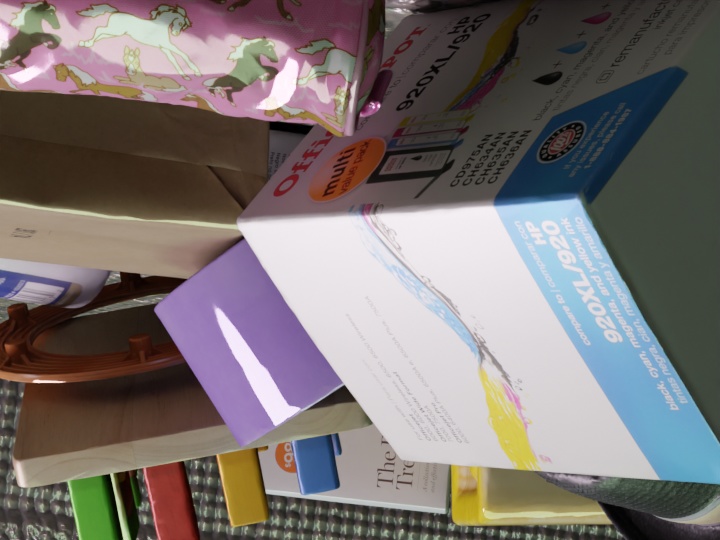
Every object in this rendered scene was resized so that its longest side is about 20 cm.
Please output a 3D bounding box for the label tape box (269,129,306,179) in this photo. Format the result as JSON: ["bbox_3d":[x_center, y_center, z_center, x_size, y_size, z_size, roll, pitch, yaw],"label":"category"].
[{"bbox_3d":[-0.013,-0.038,1.305,0.198,0.064,0.144,7,173,-3],"label":"label tape box"}]

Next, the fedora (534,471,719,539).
[{"bbox_3d":[0.123,0.049,1.048,0.091,0.203,0.200,4,174,-28],"label":"fedora"}]

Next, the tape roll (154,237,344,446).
[{"bbox_3d":[0.000,0.000,1.097,0.199,0.085,0.200,-34,179,-1],"label":"tape roll"}]

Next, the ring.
[{"bbox_3d":[-0.133,0.025,1.295,0.198,0.019,0.201,-10,-166,3],"label":"ring"}]

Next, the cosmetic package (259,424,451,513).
[{"bbox_3d":[-0.005,0.054,1.455,0.149,0.202,0.052,5,171,5],"label":"cosmetic package"}]

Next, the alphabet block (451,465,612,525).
[{"bbox_3d":[0.159,0.059,1.317,0.198,0.197,0.196,1,171,-2],"label":"alphabet block"}]

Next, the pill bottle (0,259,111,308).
[{"bbox_3d":[-0.243,-0.047,1.248,0.198,0.112,0.111,11,171,-29],"label":"pill bottle"}]

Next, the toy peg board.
[{"bbox_3d":[-0.091,0.095,1.275,0.197,0.099,0.200,-10,-159,-1],"label":"toy peg board"}]

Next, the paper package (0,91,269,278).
[{"bbox_3d":[-0.146,-0.064,1.079,0.189,0.105,0.200,8,171,-9],"label":"paper package"}]

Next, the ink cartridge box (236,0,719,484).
[{"bbox_3d":[0.083,-0.017,0.887,0.199,0.147,0.145,-2,130,48],"label":"ink cartridge box"}]

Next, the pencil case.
[{"bbox_3d":[-0.086,-0.101,0.840,0.198,0.084,0.087,5,174,3],"label":"pencil case"}]
